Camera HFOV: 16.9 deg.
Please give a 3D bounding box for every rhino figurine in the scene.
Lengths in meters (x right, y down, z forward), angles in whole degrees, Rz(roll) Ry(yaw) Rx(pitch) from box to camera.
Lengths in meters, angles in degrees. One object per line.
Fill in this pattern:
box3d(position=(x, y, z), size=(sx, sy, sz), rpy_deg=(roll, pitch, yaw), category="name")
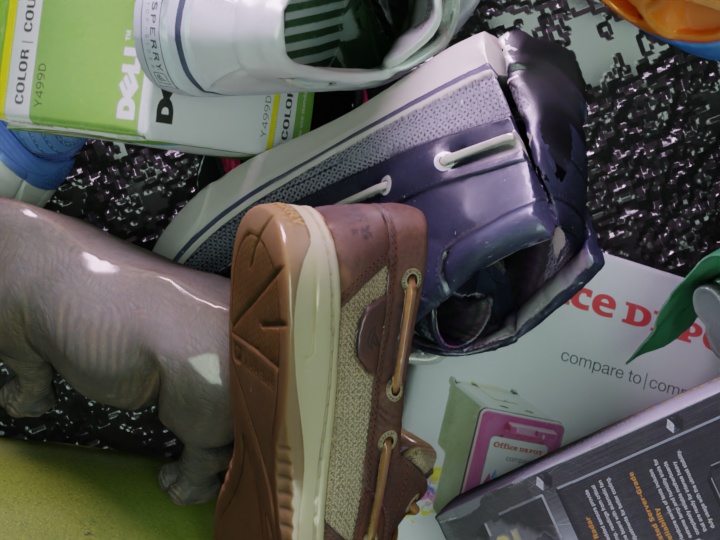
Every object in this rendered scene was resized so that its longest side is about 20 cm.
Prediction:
box3d(position=(-0.109, 0.013, 0.885), size=(0.199, 0.060, 0.088), rpy_deg=(25, 142, 17), category="rhino figurine")

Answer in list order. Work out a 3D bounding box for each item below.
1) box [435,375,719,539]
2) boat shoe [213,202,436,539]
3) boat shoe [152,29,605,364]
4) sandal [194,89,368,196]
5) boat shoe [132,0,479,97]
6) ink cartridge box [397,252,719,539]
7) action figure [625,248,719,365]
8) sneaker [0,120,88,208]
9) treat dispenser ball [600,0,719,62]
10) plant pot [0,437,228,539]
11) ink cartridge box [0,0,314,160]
box3d(position=(0.139, 0.141, 0.836), size=(0.158, 0.048, 0.201), rpy_deg=(-26, 87, 15), category="box")
box3d(position=(-0.005, 0.071, 0.826), size=(0.072, 0.072, 0.201), rpy_deg=(-7, 111, -24), category="boat shoe")
box3d(position=(0.000, 0.000, 0.873), size=(0.200, 0.093, 0.075), rpy_deg=(-35, 136, 29), category="boat shoe")
box3d(position=(-0.027, -0.061, 0.949), size=(0.075, 0.045, 0.201), rpy_deg=(1, 100, -5), category="sandal")
box3d(position=(0.004, -0.093, 0.873), size=(0.067, 0.200, 0.074), rpy_deg=(9, 113, 33), category="boat shoe")
box3d(position=(0.069, 0.093, 0.932), size=(0.144, 0.085, 0.201), rpy_deg=(16, 76, -9), category="ink cartridge box")
box3d(position=(0.186, -0.031, 0.914), size=(0.055, 0.200, 0.118), rpy_deg=(49, 132, 4), category="action figure")
box3d(position=(-0.174, -0.116, 0.919), size=(0.200, 0.079, 0.089), rpy_deg=(43, 87, -18), category="sneaker")
box3d(position=(0.151, -0.173, 0.866), size=(0.200, 0.201, 0.202), rpy_deg=(-1, 100, -5), category="treat dispenser ball")
box3d(position=(-0.129, 0.146, 0.918), size=(0.192, 0.200, 0.202), rpy_deg=(-6, 101, -16), category="plant pot")
box3d(position=(-0.094, -0.120, 0.847), size=(0.075, 0.200, 0.149), rpy_deg=(9, 93, 32), category="ink cartridge box")
